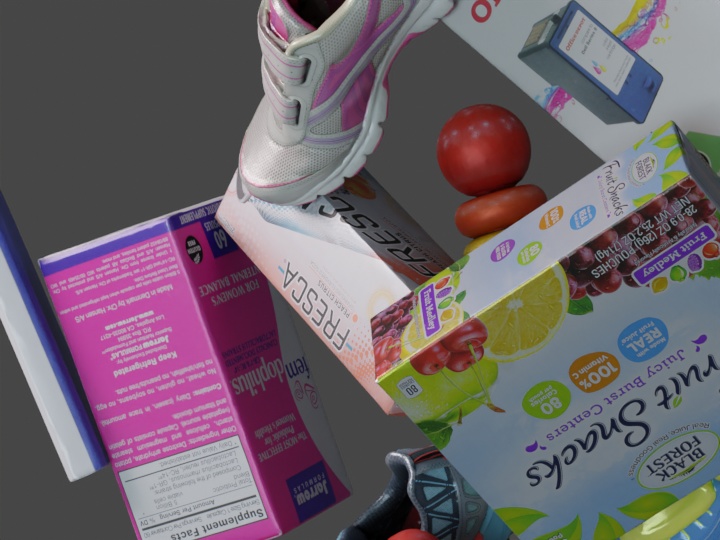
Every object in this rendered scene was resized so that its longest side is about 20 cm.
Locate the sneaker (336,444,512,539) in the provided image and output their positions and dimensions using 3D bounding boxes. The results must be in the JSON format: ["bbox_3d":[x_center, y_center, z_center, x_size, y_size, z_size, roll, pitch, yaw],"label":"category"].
[{"bbox_3d":[0.013,0.182,1.685,0.079,0.095,0.200,43,115,49],"label":"sneaker"}]

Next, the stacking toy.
[{"bbox_3d":[0.093,0.002,1.632,0.085,0.085,0.200,-16,87,28],"label":"stacking toy"}]

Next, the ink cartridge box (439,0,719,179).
[{"bbox_3d":[0.166,-0.135,1.555,0.200,0.087,0.145,43,117,14],"label":"ink cartridge box"}]

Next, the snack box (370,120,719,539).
[{"bbox_3d":[0.133,0.044,1.520,0.200,0.068,0.169,-32,118,16],"label":"snack box"}]

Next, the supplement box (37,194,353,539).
[{"bbox_3d":[-0.097,0.066,1.721,0.103,0.101,0.200,-17,93,28],"label":"supplement box"}]

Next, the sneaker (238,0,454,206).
[{"bbox_3d":[-0.025,-0.124,1.583,0.081,0.088,0.200,53,124,41],"label":"sneaker"}]

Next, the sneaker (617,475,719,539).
[{"bbox_3d":[0.201,0.133,1.613,0.200,0.076,0.105,-25,107,28],"label":"sneaker"}]

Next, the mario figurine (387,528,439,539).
[{"bbox_3d":[0.074,0.217,1.612,0.106,0.124,0.200,-32,130,15],"label":"mario figurine"}]

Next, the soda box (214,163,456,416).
[{"bbox_3d":[0.000,0.000,1.635,0.200,0.064,0.068,47,120,39],"label":"soda box"}]

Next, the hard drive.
[{"bbox_3d":[-0.202,0.030,1.754,0.025,0.132,0.200,-23,90,-3],"label":"hard drive"}]
